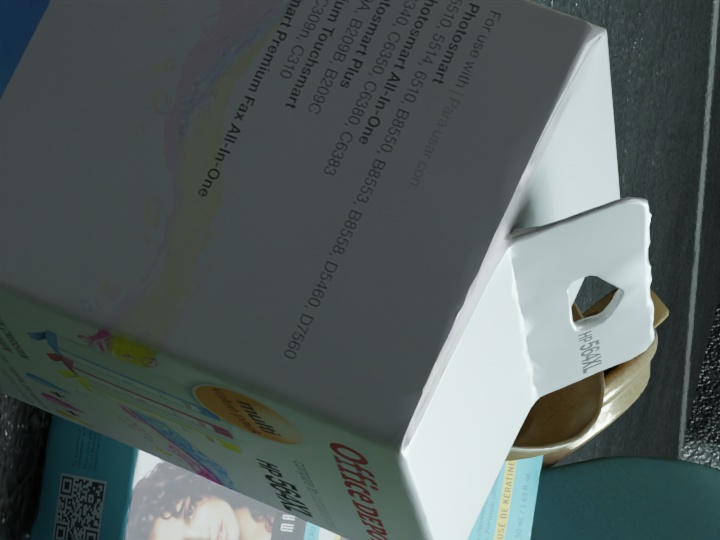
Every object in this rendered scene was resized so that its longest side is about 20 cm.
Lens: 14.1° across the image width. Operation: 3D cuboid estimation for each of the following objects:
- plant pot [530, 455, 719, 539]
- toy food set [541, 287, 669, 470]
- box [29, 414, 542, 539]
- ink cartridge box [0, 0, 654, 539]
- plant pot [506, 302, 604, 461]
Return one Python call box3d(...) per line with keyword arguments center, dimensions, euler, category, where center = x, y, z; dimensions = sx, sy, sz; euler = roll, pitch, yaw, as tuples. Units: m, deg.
box3d(center=(0.108, 0.164, 1.211), dimensions=(0.200, 0.141, 0.141), euler=(-11, 148, -49), category="plant pot")
box3d(center=(0.038, 0.068, 1.248), dimensions=(0.049, 0.198, 0.200), euler=(60, -7, -5), category="toy food set")
box3d(center=(-0.021, 0.073, 1.038), dimensions=(0.200, 0.049, 0.082), euler=(11, 87, -44), category="box")
box3d(center=(-0.023, -0.013, 0.787), dimensions=(0.125, 0.200, 0.129), euler=(-64, 164, -15), category="ink cartridge box")
box3d(center=(0.000, 0.000, 1.050), dimensions=(0.027, 0.200, 0.200), euler=(-53, -179, 26), category="plant pot")
